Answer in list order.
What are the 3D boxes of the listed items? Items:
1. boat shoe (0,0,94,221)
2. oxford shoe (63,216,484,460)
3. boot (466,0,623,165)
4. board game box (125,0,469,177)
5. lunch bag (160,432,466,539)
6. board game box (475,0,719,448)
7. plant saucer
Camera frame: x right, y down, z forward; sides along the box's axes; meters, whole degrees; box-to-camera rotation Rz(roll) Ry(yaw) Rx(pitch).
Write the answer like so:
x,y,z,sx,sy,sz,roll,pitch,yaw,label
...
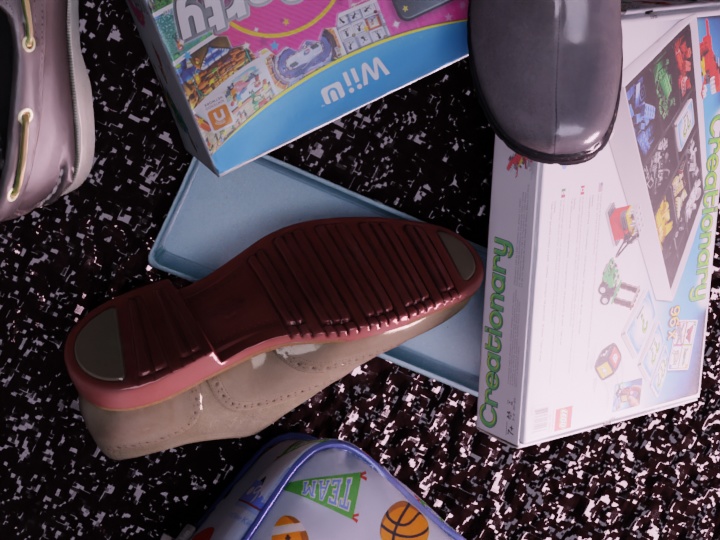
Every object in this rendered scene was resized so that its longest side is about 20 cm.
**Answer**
x,y,z,sx,sy,sz,roll,pitch,yaw,label
-0.160,-0.120,0.921,0.071,0.061,0.203,3,112,29,boat shoe
-0.038,0.032,1.000,0.199,0.071,0.075,-15,138,-11,oxford shoe
0.077,-0.153,0.882,0.069,0.132,0.202,-2,78,2,boot
-0.042,-0.165,0.939,0.147,0.064,0.201,-27,111,-11,board game box
-0.012,0.183,1.033,0.200,0.075,0.161,43,72,-19,lunch bag
0.116,-0.026,1.017,0.126,0.035,0.202,-10,110,-39,board game box
0.000,0.000,1.032,0.199,0.019,0.070,22,100,-19,plant saucer
